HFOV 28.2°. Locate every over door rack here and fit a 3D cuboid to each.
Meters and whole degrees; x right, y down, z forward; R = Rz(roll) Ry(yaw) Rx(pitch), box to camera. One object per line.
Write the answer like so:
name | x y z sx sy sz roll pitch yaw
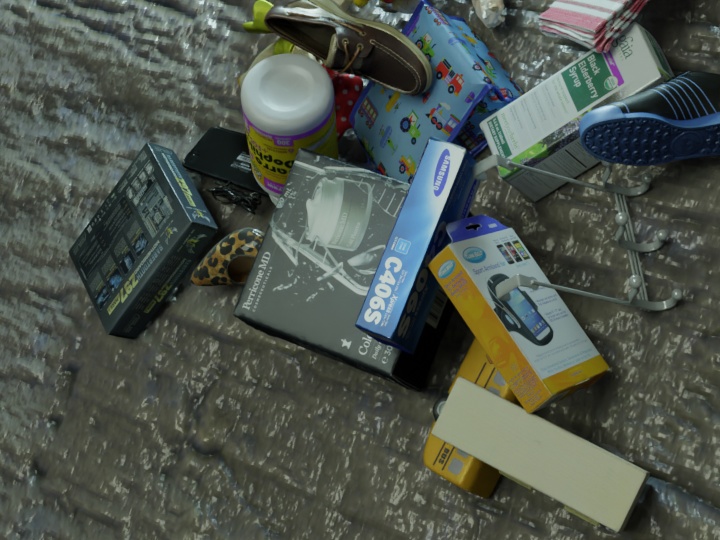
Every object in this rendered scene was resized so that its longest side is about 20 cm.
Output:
over door rack | 0.219 -0.040 1.404 0.067 0.199 0.149 131 138 -53

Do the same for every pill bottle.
pill bottle | -0.077 -0.149 1.638 0.103 0.200 0.105 -1 60 2

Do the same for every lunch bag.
lunch bag | 0.069 -0.177 1.636 0.200 0.094 0.151 -47 57 22

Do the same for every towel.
towel | 0.287 -0.312 1.512 0.200 0.030 0.146 -43 24 -1

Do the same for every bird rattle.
bird rattle | -0.078 -0.227 1.773 0.163 0.112 0.201 -39 66 31

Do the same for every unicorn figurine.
unicorn figurine | 0.137 -0.350 1.668 0.199 0.074 0.138 15 81 55

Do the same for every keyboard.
keyboard | -0.143 -0.117 1.801 0.199 0.040 0.104 21 62 40

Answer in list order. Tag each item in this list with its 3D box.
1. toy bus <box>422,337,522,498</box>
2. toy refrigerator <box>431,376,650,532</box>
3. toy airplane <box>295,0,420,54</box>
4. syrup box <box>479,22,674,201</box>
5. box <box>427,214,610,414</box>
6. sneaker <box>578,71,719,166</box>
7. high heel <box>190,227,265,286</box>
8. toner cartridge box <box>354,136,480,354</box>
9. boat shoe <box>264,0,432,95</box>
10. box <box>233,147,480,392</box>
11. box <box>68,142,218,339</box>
toy bus | 0.137 0.125 1.475 0.078 0.065 0.201 26 88 39
toy refrigerator | 0.172 0.179 1.378 0.199 0.076 0.070 26 88 16
toy airplane | 0.016 -0.352 1.668 0.200 0.141 0.200 -27 32 50
syrup box | 0.235 -0.165 1.510 0.199 0.081 0.079 -33 56 23
box | 0.149 0.037 1.404 0.041 0.119 0.201 -46 70 34
sneaker | 0.307 -0.156 1.420 0.198 0.070 0.078 -3 50 -9
high heel | -0.114 0.020 1.688 0.199 0.071 0.143 -20 55 18
toner cartridge box | 0.060 -0.023 1.426 0.043 0.095 0.201 20 85 18
boat shoe | -0.017 -0.243 1.579 0.199 0.072 0.072 33 50 9
box | 0.000 0.000 1.554 0.195 0.124 0.201 19 84 22
box | -0.280 -0.037 1.827 0.200 0.051 0.158 -51 50 22
